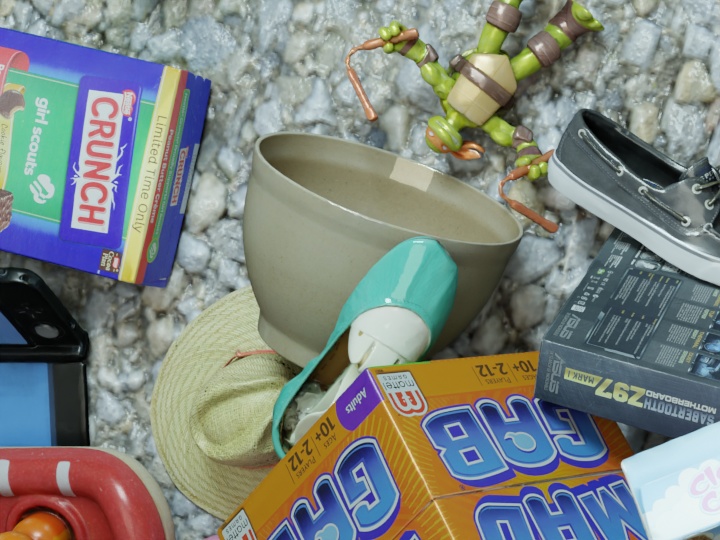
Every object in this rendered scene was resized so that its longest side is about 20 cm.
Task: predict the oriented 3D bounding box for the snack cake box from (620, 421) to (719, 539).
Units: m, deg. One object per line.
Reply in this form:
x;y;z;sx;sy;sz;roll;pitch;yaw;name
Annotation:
0.274;0.131;1.316;0.199;0.115;0.067;-23;56;8;snack cake box

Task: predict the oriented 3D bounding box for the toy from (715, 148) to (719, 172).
0.306;-0.090;1.483;0.115;0.047;0.201;16;101;20;toy

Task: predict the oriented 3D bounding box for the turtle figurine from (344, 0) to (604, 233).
0.102;-0.135;1.551;0.200;0.064;0.161;40;96;-1;turtle figurine

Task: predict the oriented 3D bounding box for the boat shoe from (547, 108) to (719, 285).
0.224;-0.052;1.481;0.200;0.070;0.066;32;126;23;boat shoe

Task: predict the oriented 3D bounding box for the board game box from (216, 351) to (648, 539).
0.065;0.195;1.422;0.200;0.199;0.200;-49;58;38;board game box

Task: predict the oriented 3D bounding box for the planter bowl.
0.000;0.000;1.521;0.200;0.200;0.135;24;107;15;planter bowl

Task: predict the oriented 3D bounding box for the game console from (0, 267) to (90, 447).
-0.321;0.087;1.654;0.199;0.176;0.117;-1;61;16;game console

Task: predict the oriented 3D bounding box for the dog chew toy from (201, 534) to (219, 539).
-0.049;0.246;1.572;0.199;0.125;0.125;-13;86;8;dog chew toy

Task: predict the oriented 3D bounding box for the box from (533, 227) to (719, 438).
0.221;0.044;1.445;0.157;0.200;0.051;14;120;16;box

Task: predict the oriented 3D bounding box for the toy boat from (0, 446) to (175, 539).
-0.243;0.207;1.606;0.199;0.131;0.131;-3;106;20;toy boat

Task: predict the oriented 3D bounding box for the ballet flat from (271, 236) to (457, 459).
0.003;0.066;1.420;0.067;0.071;0.200;29;124;-14;ballet flat

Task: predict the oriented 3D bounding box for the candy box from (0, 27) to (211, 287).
-0.232;-0.090;1.643;0.199;0.077;0.170;14;93;15;candy box

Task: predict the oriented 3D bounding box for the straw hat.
-0.080;0.106;1.593;0.200;0.085;0.202;0;90;17;straw hat
